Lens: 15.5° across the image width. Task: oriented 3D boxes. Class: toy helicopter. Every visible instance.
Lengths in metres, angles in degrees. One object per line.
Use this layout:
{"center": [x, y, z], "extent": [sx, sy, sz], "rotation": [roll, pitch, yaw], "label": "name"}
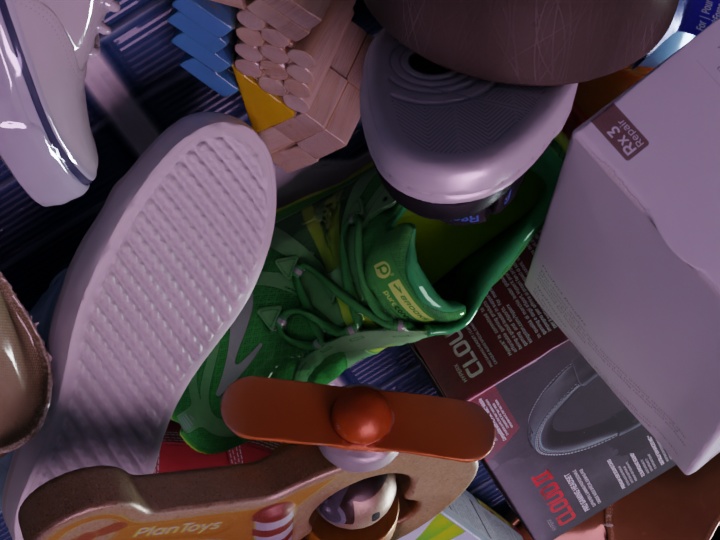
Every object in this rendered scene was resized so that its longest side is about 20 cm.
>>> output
{"center": [-0.037, 0.085, 1.017], "extent": [0.200, 0.079, 0.132], "rotation": [-2, 148, -38], "label": "toy helicopter"}

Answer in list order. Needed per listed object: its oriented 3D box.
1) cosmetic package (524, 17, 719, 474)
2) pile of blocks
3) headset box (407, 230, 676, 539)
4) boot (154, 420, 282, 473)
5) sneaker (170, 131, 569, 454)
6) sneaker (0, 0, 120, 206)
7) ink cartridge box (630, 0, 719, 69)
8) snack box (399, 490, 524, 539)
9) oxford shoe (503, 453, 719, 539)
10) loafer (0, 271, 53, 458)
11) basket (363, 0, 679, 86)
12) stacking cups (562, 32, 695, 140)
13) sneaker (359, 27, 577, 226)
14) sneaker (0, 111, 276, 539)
{"center": [0.132, -0.004, 1.008], "extent": [0.081, 0.113, 0.200], "rotation": [-38, 170, -13], "label": "cosmetic package"}
{"center": [-0.034, -0.115, 0.951], "extent": [0.200, 0.082, 0.062], "rotation": [84, 27, -61], "label": "pile of blocks"}
{"center": [0.113, 0.029, 1.194], "extent": [0.200, 0.077, 0.149], "rotation": [-32, 144, 0], "label": "headset box"}
{"center": [-0.067, 0.153, 1.170], "extent": [0.144, 0.072, 0.201], "rotation": [-6, 111, -8], "label": "boot"}
{"center": [0.000, 0.000, 1.064], "extent": [0.200, 0.084, 0.074], "rotation": [-39, 106, 2], "label": "sneaker"}
{"center": [-0.107, -0.098, 0.891], "extent": [0.071, 0.073, 0.200], "rotation": [-18, 142, -4], "label": "sneaker"}
{"center": [0.181, -0.151, 0.985], "extent": [0.200, 0.039, 0.100], "rotation": [-43, 160, -25], "label": "ink cartridge box"}
{"center": [-0.026, 0.174, 1.281], "extent": [0.200, 0.053, 0.142], "rotation": [-39, 135, 12], "label": "snack box"}
{"center": [0.139, 0.134, 1.343], "extent": [0.200, 0.071, 0.071], "rotation": [-27, 146, -1], "label": "oxford shoe"}
{"center": [-0.160, 0.006, 0.924], "extent": [0.067, 0.076, 0.200], "rotation": [3, 148, 32], "label": "loafer"}
{"center": [0.062, -0.170, 0.833], "extent": [0.136, 0.181, 0.200], "rotation": [2, 136, -6], "label": "basket"}
{"center": [0.116, -0.114, 1.054], "extent": [0.060, 0.061, 0.200], "rotation": [-14, 146, -21], "label": "stacking cups"}
{"center": [0.039, -0.049, 0.943], "extent": [0.073, 0.200, 0.112], "rotation": [5, 125, 4], "label": "sneaker"}
{"center": [-0.102, 0.015, 1.034], "extent": [0.074, 0.082, 0.200], "rotation": [14, 113, -37], "label": "sneaker"}
